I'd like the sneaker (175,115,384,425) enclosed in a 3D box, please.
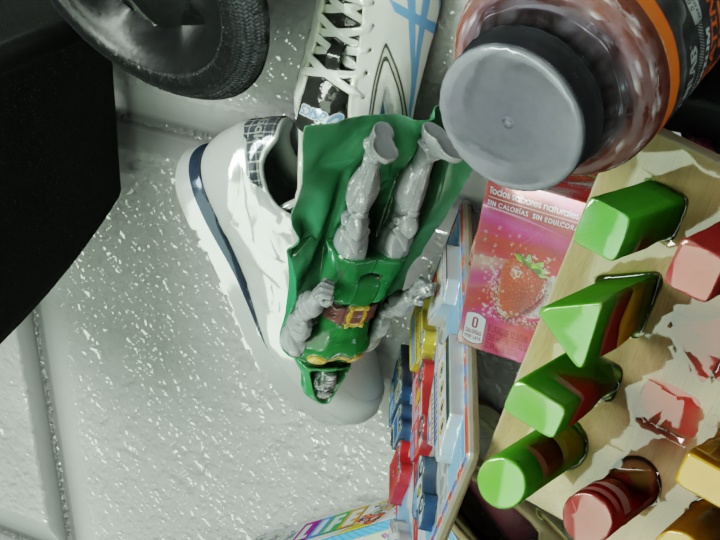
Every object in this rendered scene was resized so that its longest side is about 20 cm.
[{"bbox_3d":[-0.033,0.004,1.203,0.080,0.076,0.201,-21,108,32],"label":"sneaker"}]

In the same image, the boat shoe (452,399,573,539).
[{"bbox_3d":[0.102,0.171,1.222,0.200,0.066,0.074,46,133,-2],"label":"boat shoe"}]

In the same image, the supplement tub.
[{"bbox_3d":[0.112,-0.113,0.931,0.106,0.200,0.108,18,129,24],"label":"supplement tub"}]

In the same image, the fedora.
[{"bbox_3d":[-0.102,-0.187,1.090,0.200,0.092,0.201,33,153,19],"label":"fedora"}]

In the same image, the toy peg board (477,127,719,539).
[{"bbox_3d":[0.160,0.064,0.934,0.198,0.098,0.201,28,111,21],"label":"toy peg board"}]

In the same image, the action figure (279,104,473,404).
[{"bbox_3d":[0.000,0.000,1.129,0.055,0.117,0.201,-114,32,-40],"label":"action figure"}]

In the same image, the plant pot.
[{"bbox_3d":[-0.253,-0.085,1.206,0.199,0.177,0.201,26,133,32],"label":"plant pot"}]

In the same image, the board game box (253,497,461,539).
[{"bbox_3d":[0.021,0.221,1.335,0.199,0.034,0.135,-22,106,42],"label":"board game box"}]

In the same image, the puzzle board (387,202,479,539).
[{"bbox_3d":[0.038,0.080,1.126,0.017,0.201,0.152,10,131,-8],"label":"puzzle board"}]

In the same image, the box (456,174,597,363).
[{"bbox_3d":[0.162,0.013,1.037,0.199,0.099,0.096,18,107,25],"label":"box"}]

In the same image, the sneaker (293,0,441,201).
[{"bbox_3d":[-0.002,-0.116,1.098,0.071,0.072,0.201,21,128,24],"label":"sneaker"}]

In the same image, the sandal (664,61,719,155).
[{"bbox_3d":[0.193,-0.072,0.995,0.199,0.075,0.045,18,129,34],"label":"sandal"}]
